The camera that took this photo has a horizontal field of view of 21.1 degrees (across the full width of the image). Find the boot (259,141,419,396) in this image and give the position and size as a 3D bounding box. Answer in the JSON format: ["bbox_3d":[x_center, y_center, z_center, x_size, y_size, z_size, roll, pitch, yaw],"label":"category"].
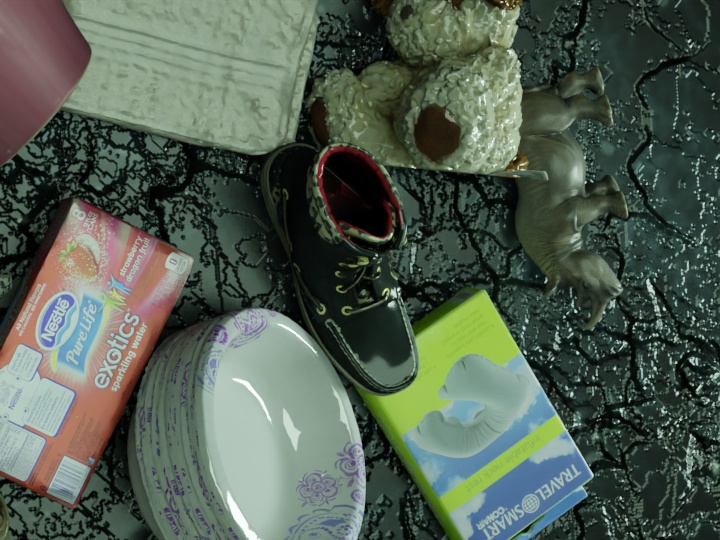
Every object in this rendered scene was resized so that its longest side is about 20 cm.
[{"bbox_3d":[-0.002,0.000,1.383,0.073,0.154,0.205,-26,96,-14],"label":"boot"}]

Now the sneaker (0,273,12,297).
[{"bbox_3d":[-0.318,-0.042,1.373,0.088,0.077,0.201,-36,107,-25],"label":"sneaker"}]

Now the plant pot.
[{"bbox_3d":[-0.288,-0.167,1.309,0.179,0.200,0.200,45,80,-22],"label":"plant pot"}]

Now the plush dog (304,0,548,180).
[{"bbox_3d":[0.071,-0.160,1.425,0.159,0.199,0.173,3,93,-34],"label":"plush dog"}]

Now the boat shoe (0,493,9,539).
[{"bbox_3d":[-0.276,0.164,1.323,0.071,0.200,0.076,8,56,-24],"label":"boat shoe"}]

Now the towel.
[{"bbox_3d":[-0.132,-0.165,1.434,0.198,0.034,0.134,13,87,-16],"label":"towel"}]

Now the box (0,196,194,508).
[{"bbox_3d":[-0.210,0.056,1.387,0.099,0.095,0.201,26,85,-14],"label":"box"}]

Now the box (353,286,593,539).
[{"bbox_3d":[0.092,0.130,1.506,0.122,0.048,0.201,-34,100,-12],"label":"box"}]

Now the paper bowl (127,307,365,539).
[{"bbox_3d":[-0.091,0.135,1.392,0.104,0.201,0.202,-17,100,30],"label":"paper bowl"}]

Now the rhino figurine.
[{"bbox_3d":[0.162,-0.053,1.511,0.087,0.060,0.202,-10,96,2],"label":"rhino figurine"}]
